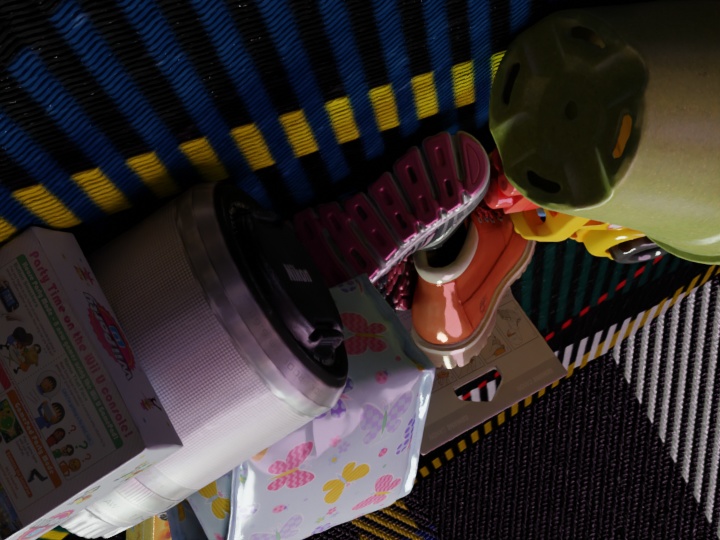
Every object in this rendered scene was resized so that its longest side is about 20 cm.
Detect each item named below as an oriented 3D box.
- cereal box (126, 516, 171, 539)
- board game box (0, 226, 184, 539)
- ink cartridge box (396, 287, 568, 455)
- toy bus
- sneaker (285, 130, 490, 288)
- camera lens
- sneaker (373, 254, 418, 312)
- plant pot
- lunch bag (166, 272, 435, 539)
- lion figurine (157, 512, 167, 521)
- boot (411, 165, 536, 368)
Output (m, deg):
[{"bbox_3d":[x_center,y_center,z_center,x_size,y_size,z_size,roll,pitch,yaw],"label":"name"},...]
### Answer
[{"bbox_3d":[-0.110,0.159,1.813,0.199,0.039,0.144,-36,153,-28],"label":"cereal box"},{"bbox_3d":[-0.224,0.090,1.260,0.199,0.148,0.064,-32,168,12],"label":"board game box"},{"bbox_3d":[0.054,0.051,1.777,0.199,0.177,0.045,-23,168,-45],"label":"ink cartridge box"},{"bbox_3d":[0.173,-0.077,1.697,0.190,0.137,0.200,-12,166,-22],"label":"toy bus"},{"bbox_3d":[0.016,-0.031,1.582,0.199,0.074,0.087,-34,169,14],"label":"sneaker"},{"bbox_3d":[-0.119,0.053,1.349,0.199,0.161,0.160,-32,170,12],"label":"camera lens"},{"bbox_3d":[0.000,0.000,1.673,0.074,0.081,0.200,8,-156,16],"label":"sneaker"},{"bbox_3d":[0.191,-0.103,1.470,0.183,0.202,0.200,-2,152,-47],"label":"plant pot"},{"bbox_3d":[-0.054,0.122,1.533,0.168,0.127,0.201,-21,141,-23],"label":"lunch bag"},{"bbox_3d":[-0.097,0.114,1.682,0.198,0.123,0.073,-11,150,12],"label":"lion figurine"},{"bbox_3d":[0.089,-0.031,1.715,0.108,0.074,0.201,78,25,-42],"label":"boot"}]
